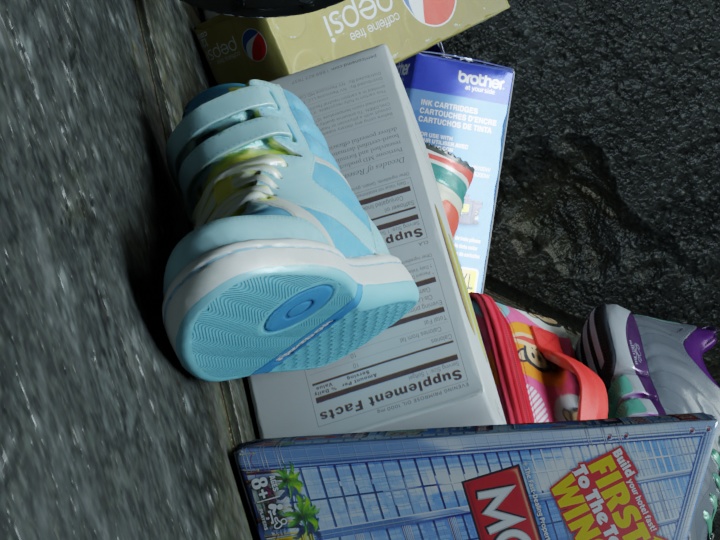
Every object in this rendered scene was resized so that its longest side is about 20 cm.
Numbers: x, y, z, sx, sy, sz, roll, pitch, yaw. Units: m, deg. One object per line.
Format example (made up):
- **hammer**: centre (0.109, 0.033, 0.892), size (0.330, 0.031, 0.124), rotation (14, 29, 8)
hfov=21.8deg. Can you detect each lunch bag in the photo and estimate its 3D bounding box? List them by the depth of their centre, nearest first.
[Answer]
- **lunch bag**: centre (0.070, 0.117, 1.012), size (0.082, 0.176, 0.201), rotation (21, 39, -30)

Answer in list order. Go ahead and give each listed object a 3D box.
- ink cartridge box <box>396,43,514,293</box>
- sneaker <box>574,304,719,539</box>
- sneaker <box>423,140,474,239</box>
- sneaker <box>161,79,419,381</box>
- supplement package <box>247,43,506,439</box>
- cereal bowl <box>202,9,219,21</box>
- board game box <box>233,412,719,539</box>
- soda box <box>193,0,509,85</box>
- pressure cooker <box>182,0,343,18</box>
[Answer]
- **ink cartridge box**: centre (0.040, -0.073, 1.261), size (0.136, 0.076, 0.201), rotation (-172, -88, -73)
- **sneaker**: centre (0.173, 0.103, 0.981), size (0.075, 0.087, 0.201), rotation (112, -23, -52)
- **sneaker**: centre (0.001, 0.000, 1.103), size (0.200, 0.070, 0.094), rotation (-43, -152, 59)
- **sneaker**: centre (-0.054, -0.026, 0.786), size (0.131, 0.079, 0.200), rotation (59, 11, 12)
- **supplement package**: centre (-0.004, 0.010, 0.943), size (0.114, 0.109, 0.201), rotation (62, 12, -62)
- **cereal bowl**: centre (-0.040, -0.138, 1.215), size (0.200, 0.083, 0.201), rotation (-17, 90, -86)
- **board game box**: centre (0.071, 0.141, 0.800), size (0.062, 0.199, 0.201), rotation (5, 67, -86)
- **soda box**: centre (-0.002, -0.151, 1.116), size (0.200, 0.064, 0.068), rotation (-30, 101, -41)
- **pressure cooker**: centre (-0.052, -0.242, 0.902), size (0.179, 0.175, 0.201), rotation (73, 7, -47)
